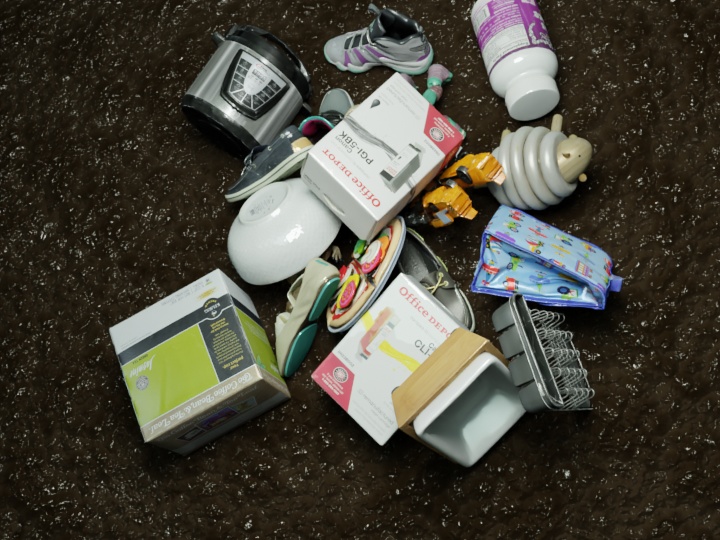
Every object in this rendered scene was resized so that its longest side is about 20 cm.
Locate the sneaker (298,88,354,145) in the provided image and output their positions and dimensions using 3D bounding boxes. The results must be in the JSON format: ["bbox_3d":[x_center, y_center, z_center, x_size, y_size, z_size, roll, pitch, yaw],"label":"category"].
[{"bbox_3d":[-0.057,-0.233,1.381,0.082,0.121,0.203,-4,69,14],"label":"sneaker"}]

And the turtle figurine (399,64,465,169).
[{"bbox_3d":[0.096,-0.236,1.357,0.147,0.101,0.203,1,62,9],"label":"turtle figurine"}]

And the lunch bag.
[{"bbox_3d":[0.273,-0.011,1.189,0.197,0.151,0.095,16,113,14],"label":"lunch bag"}]

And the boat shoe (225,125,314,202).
[{"bbox_3d":[-0.152,-0.168,1.348,0.199,0.074,0.063,-29,91,39],"label":"boat shoe"}]

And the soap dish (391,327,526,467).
[{"bbox_3d":[0.139,0.171,1.128,0.157,0.200,0.081,-45,52,3],"label":"soap dish"}]

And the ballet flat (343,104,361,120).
[{"bbox_3d":[0.007,-0.167,1.353,0.067,0.075,0.203,-4,107,3],"label":"ballet flat"}]

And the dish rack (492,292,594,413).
[{"bbox_3d":[0.257,0.118,1.122,0.054,0.199,0.155,-31,64,34],"label":"dish rack"}]

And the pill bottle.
[{"bbox_3d":[0.252,-0.347,1.344,0.111,0.112,0.203,-16,67,9],"label":"pill bottle"}]

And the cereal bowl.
[{"bbox_3d":[-0.129,-0.077,1.314,0.198,0.084,0.201,-22,35,17],"label":"cereal bowl"}]

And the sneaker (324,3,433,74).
[{"bbox_3d":[0.020,-0.399,1.411,0.197,0.140,0.079,5,71,16],"label":"sneaker"}]

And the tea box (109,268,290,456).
[{"bbox_3d":[-0.244,0.143,1.283,0.198,0.134,0.198,-27,64,4],"label":"tea box"}]

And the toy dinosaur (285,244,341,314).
[{"bbox_3d":[-0.084,-0.018,1.329,0.100,0.058,0.203,-7,67,48],"label":"toy dinosaur"}]

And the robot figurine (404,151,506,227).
[{"bbox_3d":[0.136,-0.115,1.262,0.058,0.200,0.145,43,79,-10],"label":"robot figurine"}]

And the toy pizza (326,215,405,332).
[{"bbox_3d":[0.000,0.000,1.250,0.031,0.200,0.202,31,78,-15],"label":"toy pizza"}]

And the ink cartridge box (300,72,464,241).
[{"bbox_3d":[0.031,-0.166,1.229,0.147,0.083,0.200,43,68,4],"label":"ink cartridge box"}]

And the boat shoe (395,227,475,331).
[{"bbox_3d":[0.102,0.017,1.275,0.071,0.061,0.202,-35,65,-1],"label":"boat shoe"}]

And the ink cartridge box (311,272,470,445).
[{"bbox_3d":[0.050,0.124,1.203,0.145,0.083,0.200,42,94,10],"label":"ink cartridge box"}]

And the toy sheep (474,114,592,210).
[{"bbox_3d":[0.256,-0.155,1.265,0.198,0.137,0.140,-15,63,41],"label":"toy sheep"}]

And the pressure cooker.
[{"bbox_3d":[-0.186,-0.306,1.415,0.177,0.176,0.201,28,78,31],"label":"pressure cooker"}]

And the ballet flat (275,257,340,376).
[{"bbox_3d":[-0.091,0.067,1.271,0.069,0.069,0.202,39,116,25],"label":"ballet flat"}]
